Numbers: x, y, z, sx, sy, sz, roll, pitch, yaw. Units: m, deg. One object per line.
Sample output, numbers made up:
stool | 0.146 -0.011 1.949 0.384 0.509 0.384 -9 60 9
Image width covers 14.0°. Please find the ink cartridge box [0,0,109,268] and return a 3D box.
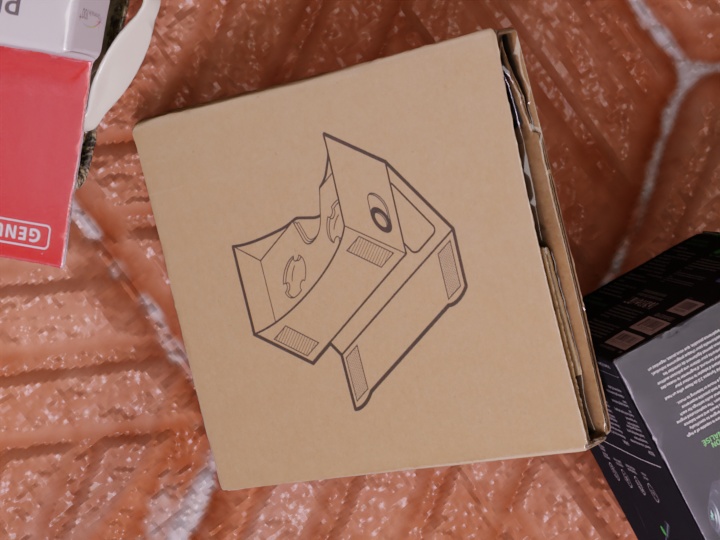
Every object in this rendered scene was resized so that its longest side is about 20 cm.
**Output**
ink cartridge box | -0.201 -0.104 1.168 0.199 0.045 0.177 9 91 14

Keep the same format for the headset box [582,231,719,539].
headset box | 0.167 0.095 1.192 0.093 0.174 0.200 -28 95 -5

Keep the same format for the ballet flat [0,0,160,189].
ballet flat | -0.107 -0.125 1.194 0.068 0.075 0.201 11 93 -48

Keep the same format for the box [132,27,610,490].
box | 0.000 0.000 1.174 0.021 0.200 0.164 -18 96 -48
